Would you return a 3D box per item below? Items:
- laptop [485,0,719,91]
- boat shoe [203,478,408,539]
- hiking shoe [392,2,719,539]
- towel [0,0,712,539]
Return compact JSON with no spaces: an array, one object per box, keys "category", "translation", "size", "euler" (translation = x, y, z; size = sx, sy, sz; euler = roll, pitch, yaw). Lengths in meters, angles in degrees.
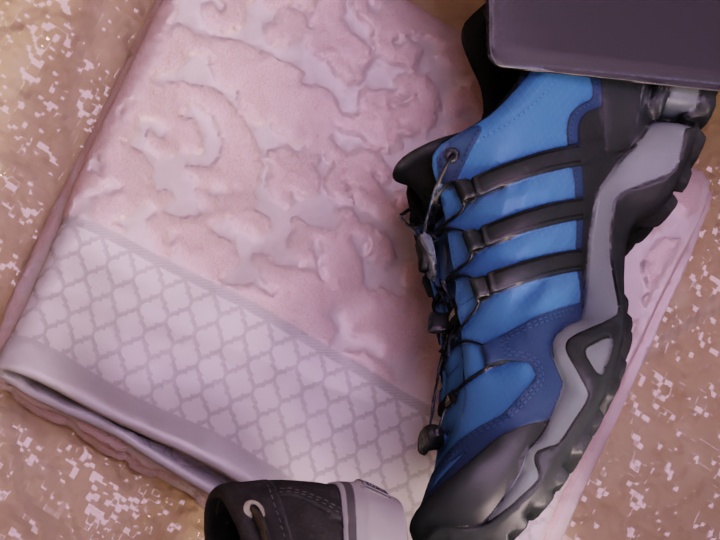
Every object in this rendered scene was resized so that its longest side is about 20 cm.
[{"category":"laptop","translation":[0.108,-0.147,1.024],"size":[0.186,0.200,0.116],"euler":[5,111,-20]},{"category":"boat shoe","translation":[-0.022,0.154,0.848],"size":[0.056,0.069,0.201],"euler":[10,64,-16]},{"category":"hiking shoe","translation":[0.042,0.002,0.940],"size":[0.086,0.074,0.201],"euler":[26,57,-7]},{"category":"towel","translation":[0.000,0.000,0.974],"size":[0.199,0.032,0.192],"euler":[30,66,-11]}]
